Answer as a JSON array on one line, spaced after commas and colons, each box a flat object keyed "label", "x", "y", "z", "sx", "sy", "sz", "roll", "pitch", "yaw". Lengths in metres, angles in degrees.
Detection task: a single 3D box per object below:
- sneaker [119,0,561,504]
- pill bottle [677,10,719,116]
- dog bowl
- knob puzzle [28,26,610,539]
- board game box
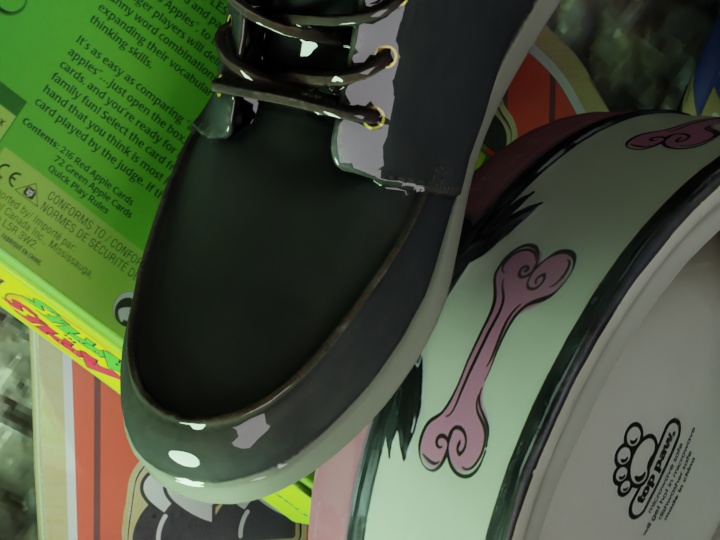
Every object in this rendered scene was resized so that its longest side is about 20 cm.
[{"label": "sneaker", "x": -0.013, "y": -0.054, "z": 0.652, "sx": 0.201, "sy": 0.074, "sz": 0.106, "roll": -65, "pitch": 153, "yaw": -20}, {"label": "pill bottle", "x": 0.165, "y": -0.090, "z": 0.775, "sx": 0.111, "sy": 0.112, "sz": 0.201, "roll": -2, "pitch": 136, "yaw": -22}, {"label": "dog bowl", "x": 0.066, "y": 0.049, "z": 0.736, "sx": 0.200, "sy": 0.074, "sz": 0.201, "roll": -29, "pitch": 130, "yaw": -41}, {"label": "knob puzzle", "x": 0.000, "y": 0.000, "z": 0.794, "sx": 0.218, "sy": 0.030, "sz": 0.222, "roll": -2, "pitch": 97, "yaw": -19}, {"label": "board game box", "x": -0.057, "y": -0.033, "z": 0.723, "sx": 0.200, "sy": 0.048, "sz": 0.102, "roll": 38, "pitch": 74, "yaw": -19}]
